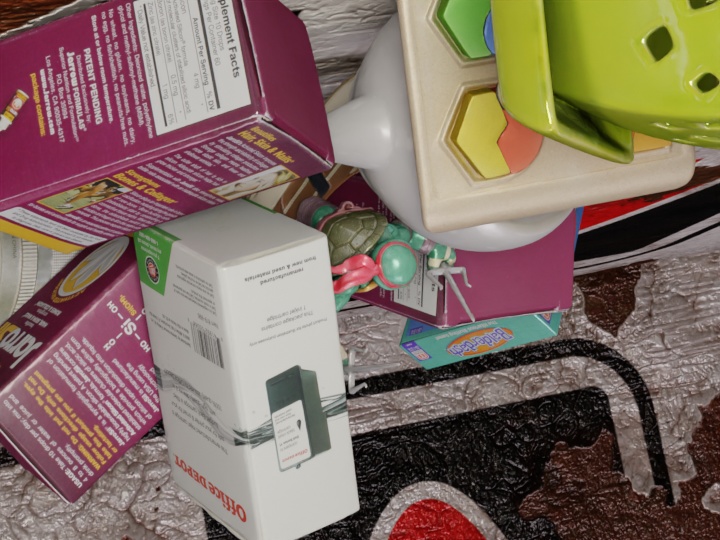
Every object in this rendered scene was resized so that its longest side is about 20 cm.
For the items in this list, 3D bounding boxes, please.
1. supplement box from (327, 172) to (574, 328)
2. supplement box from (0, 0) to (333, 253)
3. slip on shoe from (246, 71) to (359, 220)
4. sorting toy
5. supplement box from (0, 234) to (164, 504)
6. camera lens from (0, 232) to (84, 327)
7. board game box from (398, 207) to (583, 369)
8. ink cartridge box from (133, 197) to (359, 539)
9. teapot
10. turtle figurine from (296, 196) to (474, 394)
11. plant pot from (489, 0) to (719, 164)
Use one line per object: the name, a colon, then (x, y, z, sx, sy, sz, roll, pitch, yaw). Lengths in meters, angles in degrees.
supplement box: (0.063, -0.027, 1.279, 0.129, 0.105, 0.199, -6, -167, -32)
supplement box: (-0.134, -0.095, 0.961, 0.197, 0.105, 0.131, -16, 166, 14)
slip on shoe: (-0.040, -0.090, 1.230, 0.060, 0.201, 0.076, 26, 161, 34)
sorting toy: (0.118, -0.128, 0.966, 0.182, 0.203, 0.037, -10, -159, -9)
supplement box: (-0.189, 0.056, 1.158, 0.200, 0.104, 0.131, -45, -157, -16)
camera lens: (-0.279, -0.016, 1.268, 0.159, 0.162, 0.199, -17, 171, 39)
board game box: (0.123, -0.020, 1.403, 0.151, 0.202, 0.045, -17, 134, 42)
ink cartridge box: (-0.078, 0.065, 1.059, 0.082, 0.203, 0.146, -17, -158, -28)
teapot: (0.063, -0.106, 1.099, 0.145, 0.199, 0.200, -3, 143, 46)
turtle figurine: (0.000, 0.000, 1.110, 0.149, 0.102, 0.199, -32, -156, -22)
plant pot: (0.169, -0.156, 0.812, 0.179, 0.203, 0.199, -8, 175, 23)
